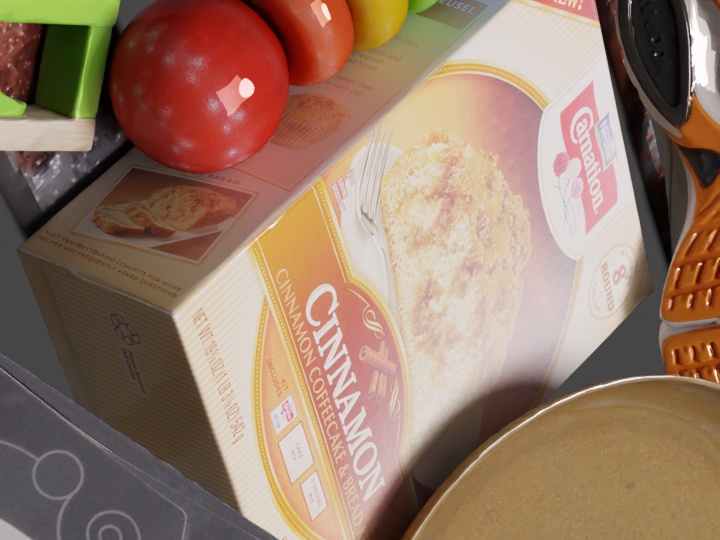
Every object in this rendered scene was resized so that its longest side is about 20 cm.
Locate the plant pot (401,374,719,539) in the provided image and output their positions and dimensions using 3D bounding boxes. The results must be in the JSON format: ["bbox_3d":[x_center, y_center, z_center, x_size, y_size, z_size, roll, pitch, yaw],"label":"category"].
[{"bbox_3d":[0.077,0.128,0.992,0.199,0.027,0.202,-11,112,-29],"label":"plant pot"}]

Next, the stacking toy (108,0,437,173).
[{"bbox_3d":[0.001,-0.104,0.894,0.200,0.085,0.086,-46,137,-25],"label":"stacking toy"}]

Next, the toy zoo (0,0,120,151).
[{"bbox_3d":[-0.107,-0.132,0.800,0.131,0.020,0.201,-4,109,-50],"label":"toy zoo"}]

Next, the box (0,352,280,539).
[{"bbox_3d":[-0.098,0.119,0.795,0.123,0.106,0.200,-54,172,-19],"label":"box"}]

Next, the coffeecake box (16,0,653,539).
[{"bbox_3d":[0.000,0.000,0.951,0.200,0.073,0.154,-44,136,-29],"label":"coffeecake box"}]

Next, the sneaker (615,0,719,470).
[{"bbox_3d":[0.139,-0.027,1.035,0.092,0.075,0.202,-44,127,-76],"label":"sneaker"}]
